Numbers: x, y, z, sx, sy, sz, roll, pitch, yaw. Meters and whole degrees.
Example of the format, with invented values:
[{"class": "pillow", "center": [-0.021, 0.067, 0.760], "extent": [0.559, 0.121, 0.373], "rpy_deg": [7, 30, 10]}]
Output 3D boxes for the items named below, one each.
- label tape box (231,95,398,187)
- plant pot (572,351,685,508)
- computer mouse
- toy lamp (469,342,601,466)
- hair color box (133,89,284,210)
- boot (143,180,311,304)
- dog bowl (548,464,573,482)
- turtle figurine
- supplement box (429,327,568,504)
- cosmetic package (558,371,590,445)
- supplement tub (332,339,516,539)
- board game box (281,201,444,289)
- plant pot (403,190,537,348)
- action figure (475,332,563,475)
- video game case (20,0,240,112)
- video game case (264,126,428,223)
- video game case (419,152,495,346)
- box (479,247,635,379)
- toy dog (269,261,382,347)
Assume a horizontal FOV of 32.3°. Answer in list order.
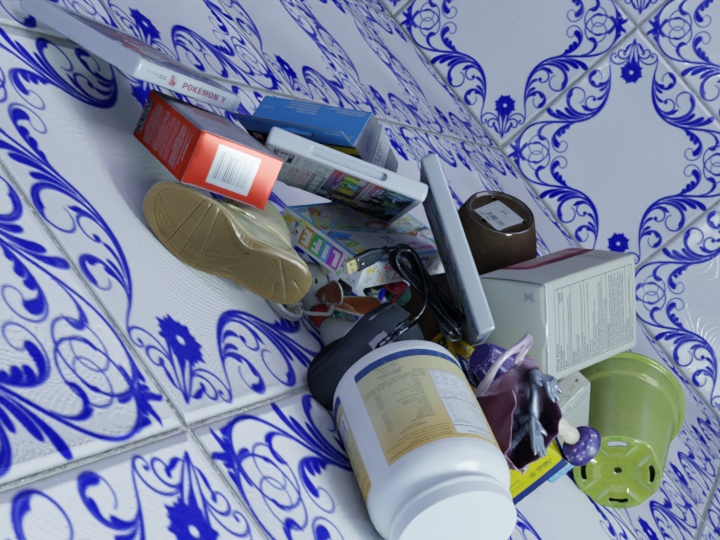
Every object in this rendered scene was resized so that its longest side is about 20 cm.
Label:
[{"class": "label tape box", "center": [-0.048, -0.156, 1.478], "extent": [0.143, 0.064, 0.200], "rpy_deg": [12, -17, 19]}, {"class": "plant pot", "center": [0.395, 0.256, 1.900], "extent": [0.200, 0.200, 0.184], "rpy_deg": [46, 29, -11]}, {"class": "computer mouse", "center": [0.014, 0.051, 1.341], "extent": [0.141, 0.199, 0.046], "rpy_deg": [57, -24, 6]}, {"class": "toy lamp", "center": [0.199, 0.151, 1.432], "extent": [0.200, 0.058, 0.058], "rpy_deg": [41, 18, -29]}, {"class": "hair color box", "center": [-0.168, -0.133, 1.345], "extent": [0.101, 0.062, 0.200], "rpy_deg": [19, 11, -29]}, {"class": "boot", "center": [-0.149, -0.053, 1.348], "extent": [0.199, 0.073, 0.156], "rpy_deg": [29, 16, -22]}, {"class": "dog bowl", "center": [0.212, 0.214, 1.659], "extent": [0.200, 0.050, 0.111], "rpy_deg": [44, -5, -32]}, {"class": "turtle figurine", "center": [0.000, 0.000, 1.578], "extent": [0.200, 0.101, 0.150], "rpy_deg": [48, 15, 17]}, {"class": "supplement box", "center": [0.138, 0.182, 1.493], "extent": [0.200, 0.109, 0.110], "rpy_deg": [39, 19, -32]}, {"class": "cosmetic package", "center": [0.261, 0.178, 1.737], "extent": [0.105, 0.071, 0.200], "rpy_deg": [43, -11, 24]}, {"class": "supplement tub", "center": [0.063, 0.184, 1.235], "extent": [0.144, 0.144, 0.201], "rpy_deg": [34, 22, -40]}, {"class": "board game box", "center": [0.012, -0.037, 1.498], "extent": [0.134, 0.034, 0.199], "rpy_deg": [36, 26, 29]}, {"class": "plant pot", "center": [0.163, 0.000, 1.676], "extent": [0.185, 0.201, 0.188], "rpy_deg": [8, 39, -7]}, {"class": "action figure", "center": [0.120, 0.176, 1.350], "extent": [0.134, 0.199, 0.150], "rpy_deg": [-26, 90, -43]}, {"class": "video game case", "center": [-0.258, -0.246, 1.408], "extent": [0.199, 0.023, 0.182], "rpy_deg": [33, 11, 29]}, {"class": "video game case", "center": [-0.027, -0.106, 1.417], "extent": [0.181, 0.023, 0.200], "rpy_deg": [20, -8, -7]}, {"class": "video game case", "center": [0.105, -0.018, 1.407], "extent": [0.182, 0.022, 0.201], "rpy_deg": [77, -5, -82]}, {"class": "box", "center": [0.252, 0.053, 1.583], "extent": [0.199, 0.108, 0.129], "rpy_deg": [-15, 106, -43]}, {"class": "toy dog", "center": [-0.007, 0.058, 1.418], "extent": [0.200, 0.096, 0.132], "rpy_deg": [52, 16, 11]}]
